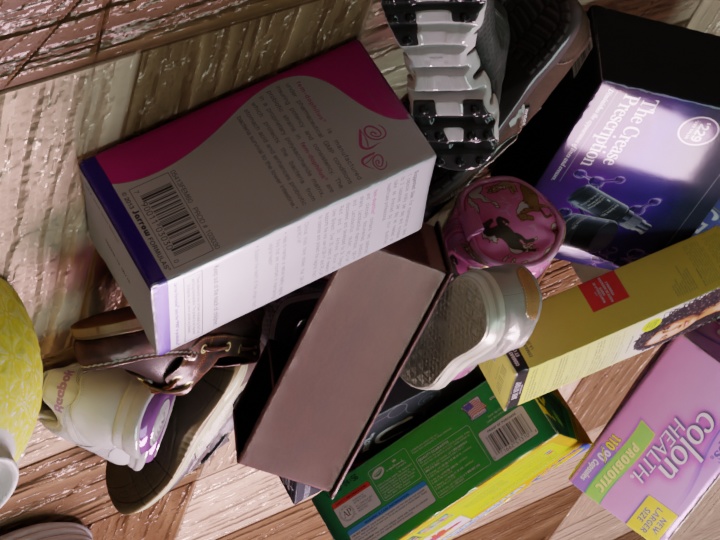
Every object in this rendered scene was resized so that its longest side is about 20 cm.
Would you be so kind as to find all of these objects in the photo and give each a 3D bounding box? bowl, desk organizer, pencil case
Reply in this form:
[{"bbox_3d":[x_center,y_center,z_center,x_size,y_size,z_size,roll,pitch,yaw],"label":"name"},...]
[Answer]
[{"bbox_3d":[-0.276,0.106,1.261,0.200,0.108,0.200,-29,150,-18],"label":"bowl"},{"bbox_3d":[-0.016,0.053,1.392,0.077,0.072,0.200,19,116,-17],"label":"desk organizer"},{"bbox_3d":[0.082,0.008,1.484,0.087,0.083,0.200,-46,172,-33],"label":"pencil case"}]

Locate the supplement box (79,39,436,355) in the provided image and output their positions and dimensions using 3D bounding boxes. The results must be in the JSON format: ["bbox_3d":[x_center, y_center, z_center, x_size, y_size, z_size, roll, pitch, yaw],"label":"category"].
[{"bbox_3d":[-0.064,-0.047,1.263,0.199,0.101,0.103,-26,157,-15],"label":"supplement box"}]

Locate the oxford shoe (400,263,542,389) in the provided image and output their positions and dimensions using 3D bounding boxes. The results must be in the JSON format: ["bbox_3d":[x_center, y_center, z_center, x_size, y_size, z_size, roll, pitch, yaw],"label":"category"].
[{"bbox_3d":[0.071,0.039,1.400,0.058,0.075,0.200,-14,173,-24],"label":"oxford shoe"}]

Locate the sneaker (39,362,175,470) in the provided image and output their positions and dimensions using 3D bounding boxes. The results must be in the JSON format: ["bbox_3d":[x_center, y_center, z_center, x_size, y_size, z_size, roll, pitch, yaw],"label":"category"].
[{"bbox_3d":[-0.187,0.096,1.456,0.200,0.099,0.075,113,-6,-78],"label":"sneaker"}]

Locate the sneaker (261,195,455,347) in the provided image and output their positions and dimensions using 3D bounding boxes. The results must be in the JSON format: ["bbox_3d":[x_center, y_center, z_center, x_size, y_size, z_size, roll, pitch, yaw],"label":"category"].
[{"bbox_3d":[0.000,0.000,1.459,0.200,0.088,0.074,-37,157,10],"label":"sneaker"}]

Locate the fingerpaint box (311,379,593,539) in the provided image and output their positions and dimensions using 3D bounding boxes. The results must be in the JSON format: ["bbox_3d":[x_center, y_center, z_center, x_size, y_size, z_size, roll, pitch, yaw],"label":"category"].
[{"bbox_3d":[0.078,0.164,1.641,0.200,0.074,0.167,-35,164,10],"label":"fingerpaint box"}]

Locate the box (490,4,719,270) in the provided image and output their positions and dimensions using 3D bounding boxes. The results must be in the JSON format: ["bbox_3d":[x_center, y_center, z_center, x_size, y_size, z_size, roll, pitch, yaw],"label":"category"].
[{"bbox_3d":[0.198,-0.090,1.475,0.141,0.079,0.200,9,142,-16],"label":"box"}]

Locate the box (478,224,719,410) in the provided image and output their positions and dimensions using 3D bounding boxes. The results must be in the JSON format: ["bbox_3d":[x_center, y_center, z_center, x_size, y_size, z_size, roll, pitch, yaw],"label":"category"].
[{"bbox_3d":[0.188,0.036,1.494,0.199,0.050,0.075,-22,156,-13],"label":"box"}]

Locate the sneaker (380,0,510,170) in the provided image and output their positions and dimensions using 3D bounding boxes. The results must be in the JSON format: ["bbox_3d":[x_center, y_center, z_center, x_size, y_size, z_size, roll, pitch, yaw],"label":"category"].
[{"bbox_3d":[0.055,-0.163,1.234,0.066,0.091,0.200,1,134,13],"label":"sneaker"}]

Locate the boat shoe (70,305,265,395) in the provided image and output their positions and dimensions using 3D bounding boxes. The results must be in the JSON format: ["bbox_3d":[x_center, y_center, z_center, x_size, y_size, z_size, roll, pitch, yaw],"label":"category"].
[{"bbox_3d":[-0.124,0.050,1.362,0.070,0.071,0.200,-2,-174,30],"label":"boat shoe"}]

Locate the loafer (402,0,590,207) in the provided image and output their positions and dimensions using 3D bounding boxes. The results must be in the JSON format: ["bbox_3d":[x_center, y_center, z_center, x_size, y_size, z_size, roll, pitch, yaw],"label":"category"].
[{"bbox_3d":[0.091,-0.111,1.370,0.200,0.073,0.071,-44,154,25],"label":"loafer"}]

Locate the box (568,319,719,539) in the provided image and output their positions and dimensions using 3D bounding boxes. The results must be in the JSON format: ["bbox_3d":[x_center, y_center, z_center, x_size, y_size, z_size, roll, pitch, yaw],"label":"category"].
[{"bbox_3d":[0.283,0.100,1.655,0.176,0.097,0.200,-58,172,33],"label":"box"}]

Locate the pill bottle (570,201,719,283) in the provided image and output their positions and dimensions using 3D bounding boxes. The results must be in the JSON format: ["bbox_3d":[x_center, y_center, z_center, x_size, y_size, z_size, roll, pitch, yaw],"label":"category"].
[{"bbox_3d":[0.268,-0.057,1.649,0.119,0.120,0.200,-5,145,-48],"label":"pill bottle"}]

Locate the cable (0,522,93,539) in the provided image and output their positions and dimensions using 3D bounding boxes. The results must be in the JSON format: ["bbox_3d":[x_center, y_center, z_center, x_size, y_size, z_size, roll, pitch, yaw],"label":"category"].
[{"bbox_3d":[-0.301,0.288,1.682,0.200,0.069,0.200,-5,144,-50],"label":"cable"}]

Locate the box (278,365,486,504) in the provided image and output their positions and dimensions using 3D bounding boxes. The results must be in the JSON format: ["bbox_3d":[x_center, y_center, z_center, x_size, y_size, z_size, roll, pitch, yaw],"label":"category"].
[{"bbox_3d":[0.010,0.085,1.621,0.199,0.106,0.122,-27,159,-15],"label":"box"}]

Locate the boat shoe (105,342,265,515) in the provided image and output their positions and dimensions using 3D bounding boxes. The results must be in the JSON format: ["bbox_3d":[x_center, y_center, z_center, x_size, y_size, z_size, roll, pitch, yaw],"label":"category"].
[{"bbox_3d":[-0.130,0.120,1.556,0.066,0.072,0.201,-1,138,-44],"label":"boat shoe"}]

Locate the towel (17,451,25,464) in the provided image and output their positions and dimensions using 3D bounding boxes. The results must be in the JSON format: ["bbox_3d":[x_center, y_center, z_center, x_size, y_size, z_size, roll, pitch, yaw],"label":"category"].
[{"bbox_3d":[-0.344,0.166,1.422,0.200,0.035,0.133,-6,145,-45],"label":"towel"}]
